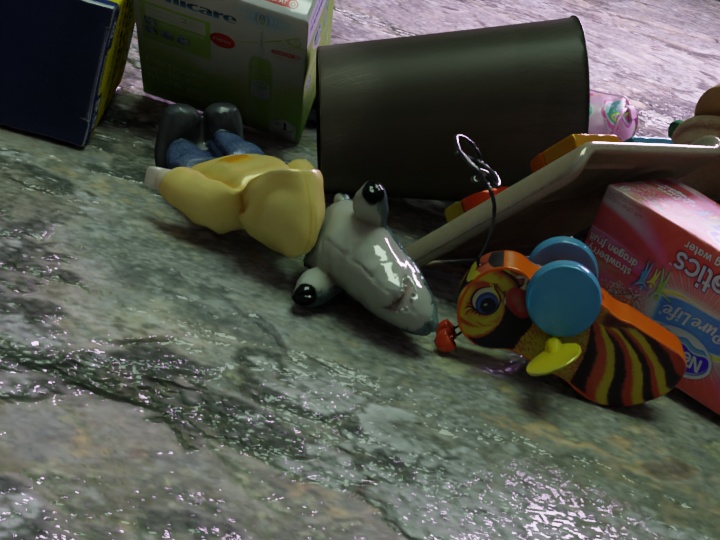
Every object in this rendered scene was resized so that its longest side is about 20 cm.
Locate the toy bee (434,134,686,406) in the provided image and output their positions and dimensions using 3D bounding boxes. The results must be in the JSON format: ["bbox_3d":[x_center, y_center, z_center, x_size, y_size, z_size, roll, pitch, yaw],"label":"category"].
[{"bbox_3d":[0.105,0.023,1.047,0.200,0.109,0.131,49,19,12],"label":"toy bee"}]

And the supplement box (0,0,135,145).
[{"bbox_3d":[-0.239,-0.186,1.283,0.108,0.110,0.200,15,19,-6],"label":"supplement box"}]

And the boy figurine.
[{"bbox_3d":[-0.084,-0.062,1.124,0.123,0.065,0.200,-3,19,-24],"label":"boy figurine"}]

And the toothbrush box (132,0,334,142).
[{"bbox_3d":[-0.100,-0.202,1.323,0.144,0.087,0.200,18,-24,2],"label":"toothbrush box"}]

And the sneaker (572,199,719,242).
[{"bbox_3d":[0.273,-0.022,1.298,0.199,0.077,0.087,19,8,34],"label":"sneaker"}]

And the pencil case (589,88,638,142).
[{"bbox_3d":[0.168,-0.159,1.598,0.199,0.088,0.087,26,21,22],"label":"pencil case"}]

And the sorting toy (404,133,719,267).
[{"bbox_3d":[0.139,-0.054,1.175,0.199,0.184,0.037,-10,75,-49],"label":"sorting toy"}]

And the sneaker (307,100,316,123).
[{"bbox_3d":[-0.019,-0.168,1.465,0.198,0.083,0.073,16,21,1],"label":"sneaker"}]

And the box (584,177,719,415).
[{"bbox_3d":[0.246,0.028,1.103,0.199,0.103,0.094,35,26,30],"label":"box"}]

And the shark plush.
[{"bbox_3d":[0.000,0.000,1.103,0.083,0.091,0.200,33,-5,-12],"label":"shark plush"}]

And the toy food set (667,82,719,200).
[{"bbox_3d":[0.316,-0.048,1.300,0.200,0.049,0.198,49,-17,7],"label":"toy food set"}]

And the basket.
[{"bbox_3d":[0.065,-0.119,1.274,0.197,0.181,0.137,-1,65,-4],"label":"basket"}]
